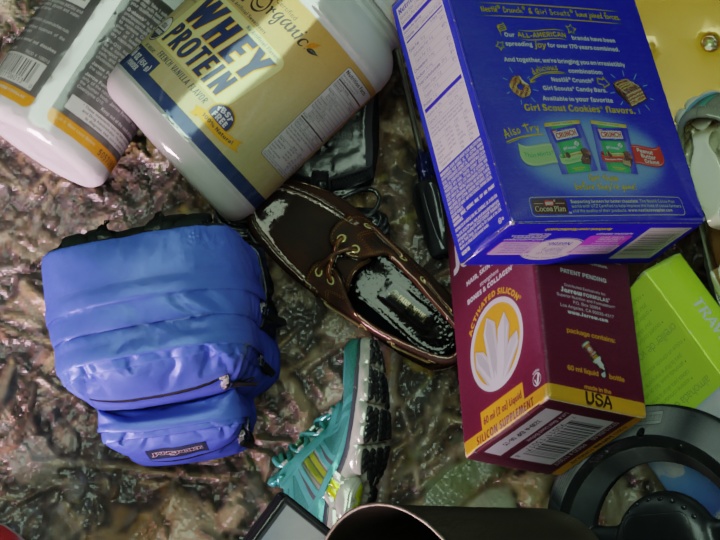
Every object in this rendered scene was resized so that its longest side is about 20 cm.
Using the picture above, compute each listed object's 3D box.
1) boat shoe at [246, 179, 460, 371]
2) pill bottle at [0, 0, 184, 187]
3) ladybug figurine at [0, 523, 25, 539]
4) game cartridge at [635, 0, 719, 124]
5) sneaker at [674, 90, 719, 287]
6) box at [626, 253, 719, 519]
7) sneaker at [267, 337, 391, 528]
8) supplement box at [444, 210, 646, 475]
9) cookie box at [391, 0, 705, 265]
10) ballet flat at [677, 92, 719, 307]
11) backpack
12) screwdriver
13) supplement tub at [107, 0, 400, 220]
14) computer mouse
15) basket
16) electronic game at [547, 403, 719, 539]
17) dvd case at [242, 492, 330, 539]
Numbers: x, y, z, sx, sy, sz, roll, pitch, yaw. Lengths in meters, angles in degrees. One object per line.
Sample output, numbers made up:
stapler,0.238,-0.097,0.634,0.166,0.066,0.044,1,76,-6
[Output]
boat shoe,0.000,0.000,1.574,0.199,0.070,0.071,34,94,2
pill bottle,-0.192,-0.173,1.626,0.116,0.116,0.201,30,80,11
ladybug figurine,-0.287,0.272,1.547,0.134,0.072,0.202,-1,76,4
game cartridge,0.218,-0.165,1.638,0.198,0.032,0.178,-4,76,6
sneaker,0.283,-0.032,1.555,0.078,0.090,0.201,-25,94,-2
box,0.243,0.102,1.521,0.047,0.122,0.201,-25,73,-36
sneaker,-0.027,0.142,1.560,0.079,0.078,0.202,12,77,16
supplement box,0.128,0.028,1.519,0.085,0.110,0.201,12,58,-27
cookie box,0.127,-0.109,1.473,0.170,0.075,0.202,-1,67,-33
ballet flat,0.259,-0.022,1.493,0.067,0.064,0.202,-11,97,33
backpack,-0.134,0.047,1.524,0.161,0.200,0.169,-14,75,0
screwdriver,0.046,-0.105,1.637,0.029,0.028,0.202,-1,73,-27
supplement tub,-0.067,-0.150,1.539,0.200,0.144,0.144,-44,77,-1
computer mouse,-0.034,-0.114,1.636,0.137,0.053,0.202,7,89,4
basket,0.081,0.232,1.449,0.135,0.199,0.182,-25,79,32
electronic game,0.216,0.193,1.498,0.199,0.041,0.202,5,98,36
dvd case,-0.026,0.269,1.503,0.200,0.018,0.143,40,81,-20
